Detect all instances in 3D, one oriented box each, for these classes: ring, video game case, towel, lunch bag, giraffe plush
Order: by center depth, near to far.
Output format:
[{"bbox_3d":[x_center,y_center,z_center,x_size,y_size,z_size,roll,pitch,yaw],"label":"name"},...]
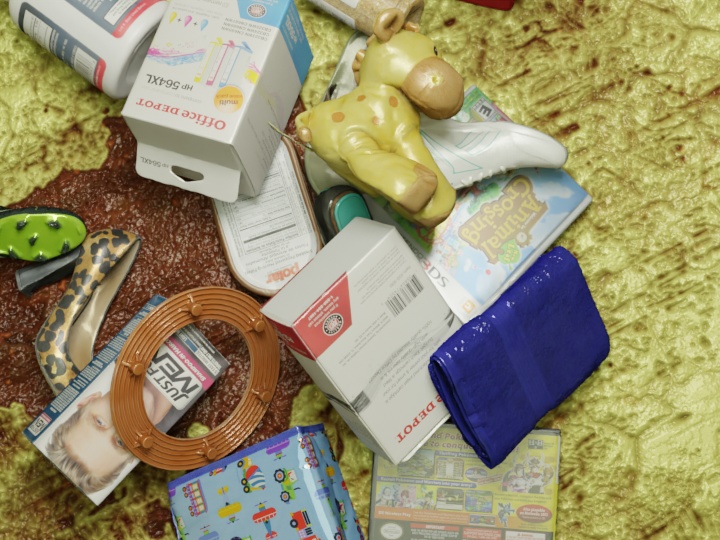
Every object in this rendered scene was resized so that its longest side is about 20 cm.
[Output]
[{"bbox_3d":[0.034,-0.158,1.311,0.199,0.173,0.163,33,90,-2],"label":"giraffe plush"},{"bbox_3d":[0.162,0.085,1.370,0.200,0.049,0.148,-38,118,-23],"label":"towel"},{"bbox_3d":[-0.164,0.114,1.377,0.019,0.200,0.202,25,84,49],"label":"ring"},{"bbox_3d":[-0.112,0.266,1.396,0.199,0.094,0.152,-23,80,13],"label":"lunch bag"},{"bbox_3d":[0.108,0.252,1.417,0.198,0.026,0.183,4,85,4],"label":"video game case"},{"bbox_3d":[0.118,-0.069,1.437,0.182,0.022,0.200,44,80,6],"label":"video game case"}]

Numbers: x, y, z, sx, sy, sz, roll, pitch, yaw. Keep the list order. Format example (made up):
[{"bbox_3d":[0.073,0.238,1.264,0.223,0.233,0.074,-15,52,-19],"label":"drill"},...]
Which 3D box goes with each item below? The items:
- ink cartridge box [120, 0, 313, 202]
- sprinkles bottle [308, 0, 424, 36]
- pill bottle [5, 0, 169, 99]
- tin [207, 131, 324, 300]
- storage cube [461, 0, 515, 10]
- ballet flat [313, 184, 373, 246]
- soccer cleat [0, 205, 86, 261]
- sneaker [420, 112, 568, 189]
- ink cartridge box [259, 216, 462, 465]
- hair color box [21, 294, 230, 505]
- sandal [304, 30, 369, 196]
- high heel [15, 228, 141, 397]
[{"bbox_3d":[-0.149,-0.181,1.390,0.127,0.125,0.202,15,71,14],"label":"ink cartridge box"},{"bbox_3d":[-0.028,-0.311,1.440,0.199,0.068,0.069,33,87,15],"label":"sprinkles bottle"},{"bbox_3d":[-0.305,-0.288,1.441,0.199,0.120,0.120,37,87,5],"label":"pill bottle"},{"bbox_3d":[-0.106,-0.066,1.452,0.111,0.042,0.202,-19,84,5],"label":"tin"},{"bbox_3d":[0.099,-0.395,1.402,0.198,0.180,0.173,15,85,3],"label":"storage cube"},{"bbox_3d":[0.000,0.000,1.417,0.068,0.068,0.202,-27,112,-28],"label":"ballet flat"},{"bbox_3d":[-0.387,-0.045,1.436,0.198,0.081,0.068,-9,128,8],"label":"soccer cleat"},{"bbox_3d":[0.117,-0.119,1.406,0.198,0.070,0.081,8,85,8],"label":"sneaker"},{"bbox_3d":[0.017,0.071,1.352,0.147,0.083,0.201,-43,117,-16],"label":"ink cartridge box"},{"bbox_3d":[-0.241,0.132,1.389,0.200,0.060,0.100,-47,112,-14],"label":"hair color box"},{"bbox_3d":[-0.013,-0.169,1.445,0.079,0.057,0.203,12,87,4],"label":"sandal"},{"bbox_3d":[-0.275,0.059,1.428,0.141,0.071,0.202,-23,77,4],"label":"high heel"}]
